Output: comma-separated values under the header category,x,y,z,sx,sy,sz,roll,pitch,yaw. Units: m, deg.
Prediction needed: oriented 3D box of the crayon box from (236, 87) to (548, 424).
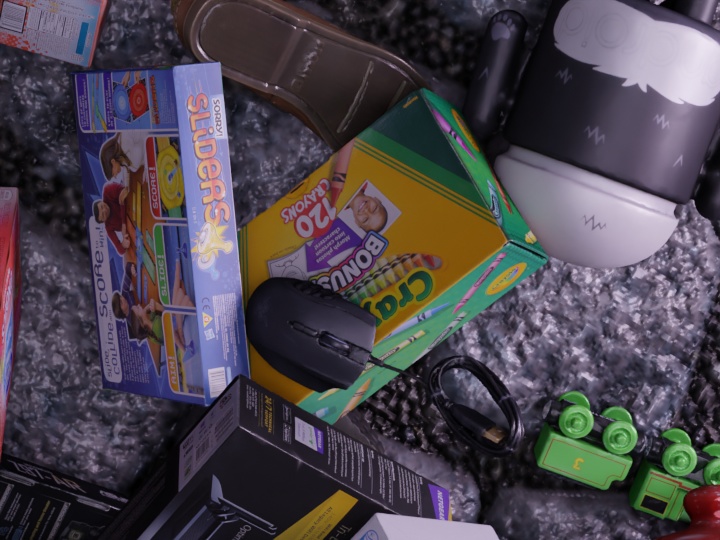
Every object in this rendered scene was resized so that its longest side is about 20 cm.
category,x,y,z,sx,sy,sz,roll,pitch,yaw
crayon box,0.000,0.000,1.502,0.200,0.058,0.119,-38,63,18

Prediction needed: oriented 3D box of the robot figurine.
category,x,y,z,sx,sy,sz,roll,pitch,yaw
robot figurine,0.157,-0.100,1.523,0.150,0.125,0.201,23,95,39

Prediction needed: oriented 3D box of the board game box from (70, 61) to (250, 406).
category,x,y,z,sx,sy,sz,roll,pitch,yaw
board game box,-0.122,-0.024,1.507,0.034,0.135,0.201,-9,98,-33

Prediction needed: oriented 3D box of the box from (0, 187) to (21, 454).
category,x,y,z,sx,sy,sz,roll,pitch,yaw
box,-0.257,0.042,1.463,0.102,0.200,0.095,2,125,-4

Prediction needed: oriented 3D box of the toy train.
category,x,y,z,sx,sy,sz,roll,pitch,yaw
toy train,0.204,0.134,1.589,0.199,0.042,0.057,21,104,-5

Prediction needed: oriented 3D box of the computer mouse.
category,x,y,z,sx,sy,sz,roll,pitch,yaw
computer mouse,0.009,0.055,1.432,0.200,0.034,0.059,23,91,31

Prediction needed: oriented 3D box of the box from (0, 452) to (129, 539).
category,x,y,z,sx,sy,sz,roll,pitch,yaw
box,-0.238,0.213,1.527,0.160,0.044,0.200,23,95,-40

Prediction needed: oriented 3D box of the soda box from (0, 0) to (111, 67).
category,x,y,z,sx,sy,sz,roll,pitch,yaw
soda box,-0.166,-0.221,1.468,0.063,0.069,0.200,15,131,-5

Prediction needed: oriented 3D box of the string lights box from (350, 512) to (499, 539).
category,x,y,z,sx,sy,sz,roll,pitch,yaw
string lights box,-0.006,0.228,1.446,0.200,0.103,0.059,-48,52,26

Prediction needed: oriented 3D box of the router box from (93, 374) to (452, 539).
category,x,y,z,sx,sy,sz,roll,pitch,yaw
router box,-0.065,0.175,1.491,0.157,0.052,0.200,31,118,-21

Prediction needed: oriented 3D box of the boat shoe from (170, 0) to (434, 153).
category,x,y,z,sx,sy,sz,roll,pitch,yaw
boat shoe,-0.027,-0.125,1.533,0.200,0.068,0.072,33,97,-28

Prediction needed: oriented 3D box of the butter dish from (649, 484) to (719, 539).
category,x,y,z,sx,sy,sz,roll,pitch,yaw
butter dish,0.221,0.206,1.534,0.199,0.199,0.148,1,79,-3

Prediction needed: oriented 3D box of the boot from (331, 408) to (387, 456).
category,x,y,z,sx,sy,sz,roll,pitch,yaw
boot,-0.018,0.182,1.569,0.138,0.077,0.200,-39,83,5
